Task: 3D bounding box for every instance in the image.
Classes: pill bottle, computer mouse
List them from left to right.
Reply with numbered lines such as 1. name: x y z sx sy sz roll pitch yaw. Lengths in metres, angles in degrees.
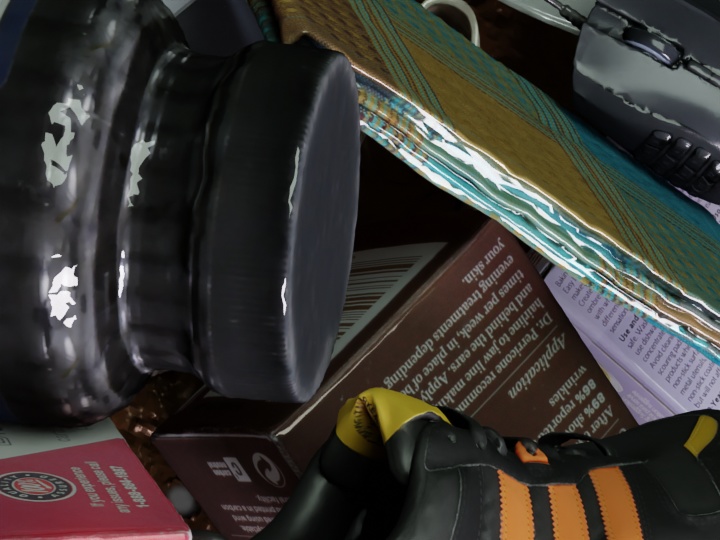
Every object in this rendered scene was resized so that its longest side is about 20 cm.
1. pill bottle: -0.105 -0.021 0.672 0.199 0.112 0.112 7 62 10
2. computer mouse: 0.065 -0.084 0.829 0.200 0.034 0.059 33 75 -18

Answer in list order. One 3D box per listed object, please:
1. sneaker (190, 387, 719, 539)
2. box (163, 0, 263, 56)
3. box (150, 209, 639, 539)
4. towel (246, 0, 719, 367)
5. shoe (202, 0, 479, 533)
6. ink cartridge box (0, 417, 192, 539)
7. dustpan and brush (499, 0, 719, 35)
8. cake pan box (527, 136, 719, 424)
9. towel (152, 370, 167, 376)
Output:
1. sneaker: 0.034 0.062 0.691 0.200 0.070 0.090 -29 105 -39
2. box: -0.135 -0.103 0.798 0.158 0.050 0.200 -38 88 -33
3. box: 0.042 0.090 0.789 0.100 0.075 0.200 -44 109 -27
4. towel: 0.044 -0.033 0.785 0.200 0.022 0.147 33 14 -23
5. shoe: 0.000 0.000 0.850 0.070 0.053 0.200 20 59 -5
6. ink cartridge box: -0.153 0.081 0.649 0.199 0.145 0.085 -1 103 -17
7. dustpan and brush: 0.044 -0.110 0.893 0.200 0.057 0.140 14 25 -39
8. cake pan box: 0.160 0.004 0.937 0.184 0.052 0.200 40 57 -8
9. towel: -0.164 -0.034 0.802 0.191 0.032 0.200 -21 79 -31
